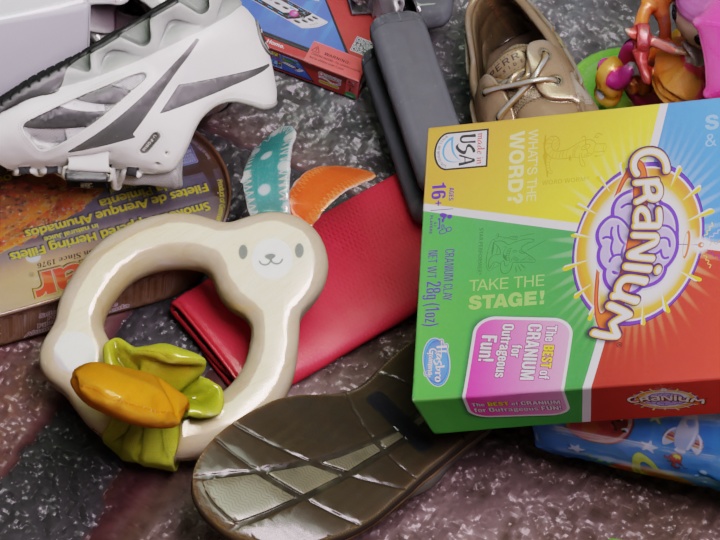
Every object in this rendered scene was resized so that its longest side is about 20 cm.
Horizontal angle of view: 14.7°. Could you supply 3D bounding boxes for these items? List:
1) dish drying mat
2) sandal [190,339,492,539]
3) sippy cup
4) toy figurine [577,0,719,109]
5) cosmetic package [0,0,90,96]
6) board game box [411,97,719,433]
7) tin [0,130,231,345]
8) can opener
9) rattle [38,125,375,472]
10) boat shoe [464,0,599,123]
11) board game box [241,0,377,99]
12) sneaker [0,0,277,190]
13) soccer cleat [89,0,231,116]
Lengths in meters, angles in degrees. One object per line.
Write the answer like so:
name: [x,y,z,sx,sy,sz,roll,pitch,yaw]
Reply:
dish drying mat: [0.000,0.000,1.481,0.199,0.018,0.077,-29,63,-26]
sandal: [-0.003,0.092,1.397,0.082,0.055,0.200,44,46,16]
sippy cup: [0.154,0.047,1.403,0.129,0.140,0.178,5,44,10]
toy figurine: [0.195,-0.104,1.476,0.150,0.185,0.200,-25,60,-22]
cosmetic package: [-0.266,-0.159,1.500,0.198,0.123,0.201,-12,55,-15]
board game box: [0.128,-0.004,1.346,0.199,0.040,0.154,-6,62,17]
tin: [-0.165,-0.021,1.465,0.199,0.042,0.112,-15,53,-17]
can opener: [0.031,-0.118,1.525,0.066,0.053,0.201,-5,56,-12]
rattle: [-0.070,-0.005,1.375,0.200,0.143,0.130,-43,64,-10]
boat shoe: [0.087,-0.086,1.481,0.071,0.065,0.200,-30,30,8]
board game box: [-0.074,-0.173,1.596,0.199,0.019,0.103,21,54,9]
sneaker: [-0.134,-0.069,1.426,0.199,0.074,0.089,-27,101,6]
soccer cleat: [-0.125,-0.169,1.522,0.086,0.070,0.201,0,51,-34]
